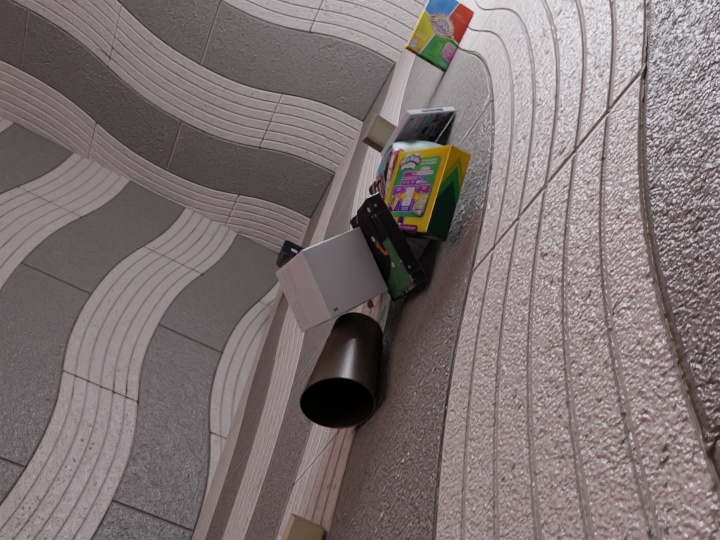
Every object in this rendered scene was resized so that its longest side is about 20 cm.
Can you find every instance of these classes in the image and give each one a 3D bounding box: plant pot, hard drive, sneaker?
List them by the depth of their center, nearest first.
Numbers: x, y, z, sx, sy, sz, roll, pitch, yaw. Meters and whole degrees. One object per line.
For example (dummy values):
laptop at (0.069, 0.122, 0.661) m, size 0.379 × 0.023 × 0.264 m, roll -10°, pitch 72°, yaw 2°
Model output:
hard drive at (0.055, -0.045, 1.264) m, size 0.037 × 0.202 × 0.140 m, roll -26°, pitch -8°, yaw -21°
sneaker at (0.061, -0.199, 1.402) m, size 0.073 × 0.087 × 0.202 m, roll -34°, pitch -35°, yaw -29°
plant pot at (0.116, -0.241, 1.509) m, size 0.202 × 0.133 × 0.201 m, roll -60°, pitch 12°, yaw 21°

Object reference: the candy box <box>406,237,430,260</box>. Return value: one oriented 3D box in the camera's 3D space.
candy box at (0.119, -0.095, 1.370) m, size 0.202 × 0.060 × 0.137 m, roll -60°, pitch 15°, yaw 21°

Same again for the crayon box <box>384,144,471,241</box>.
crayon box at (0.125, -0.157, 1.241) m, size 0.199 × 0.058 × 0.176 m, roll 13°, pitch 84°, yaw 62°

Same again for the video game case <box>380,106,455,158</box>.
video game case at (0.151, -0.358, 1.580) m, size 0.198 × 0.018 × 0.144 m, roll -19°, pitch -28°, yaw -44°

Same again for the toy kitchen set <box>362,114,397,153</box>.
toy kitchen set at (0.087, -0.385, 1.821) m, size 0.165 × 0.178 × 0.200 m, roll -67°, pitch 16°, yaw -17°

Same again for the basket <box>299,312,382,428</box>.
basket at (-0.024, 0.195, 1.256) m, size 0.180 × 0.135 × 0.202 m, roll -37°, pitch 22°, yaw 37°

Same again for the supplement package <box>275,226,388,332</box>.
supplement package at (-0.068, 0.024, 1.339) m, size 0.149 × 0.154 × 0.200 m, roll -24°, pitch -3°, yaw -27°

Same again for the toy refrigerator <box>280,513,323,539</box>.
toy refrigerator at (-0.133, 0.566, 1.125) m, size 0.076 × 0.069 × 0.203 m, roll 128°, pitch 165°, yaw -71°

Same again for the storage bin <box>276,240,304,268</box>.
storage bin at (-0.388, -0.075, 3.417) m, size 0.095 × 0.134 × 0.201 m, roll -60°, pitch 12°, yaw 18°

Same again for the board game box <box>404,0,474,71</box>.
board game box at (0.252, -0.768, 1.947) m, size 0.203 × 0.151 × 0.040 m, roll -64°, pitch 13°, yaw 5°

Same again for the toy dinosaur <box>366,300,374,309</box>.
toy dinosaur at (0.000, 0.000, 1.503) m, size 0.085 × 0.200 × 0.136 m, roll -37°, pitch 56°, yaw 5°
